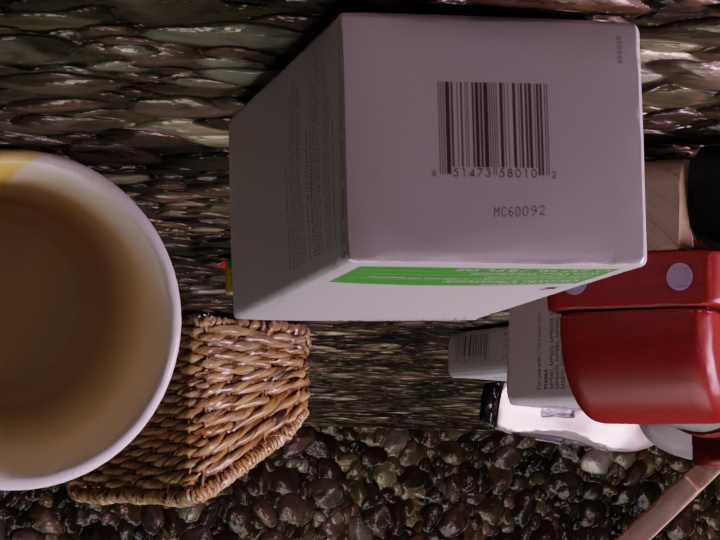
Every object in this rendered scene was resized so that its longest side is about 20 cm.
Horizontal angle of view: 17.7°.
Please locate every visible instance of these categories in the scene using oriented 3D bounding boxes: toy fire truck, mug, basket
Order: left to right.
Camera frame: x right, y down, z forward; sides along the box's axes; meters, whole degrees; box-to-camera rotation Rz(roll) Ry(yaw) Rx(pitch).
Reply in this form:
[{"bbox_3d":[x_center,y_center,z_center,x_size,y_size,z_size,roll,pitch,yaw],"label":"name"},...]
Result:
[{"bbox_3d":[-0.176,0.003,1.095,0.149,0.188,0.153,-30,-172,-8],"label":"mug"},{"bbox_3d":[-0.131,0.117,1.866,0.142,0.151,0.199,7,171,-39],"label":"basket"},{"bbox_3d":[0.134,0.055,1.042,0.128,0.202,0.176,-2,173,26],"label":"toy fire truck"}]

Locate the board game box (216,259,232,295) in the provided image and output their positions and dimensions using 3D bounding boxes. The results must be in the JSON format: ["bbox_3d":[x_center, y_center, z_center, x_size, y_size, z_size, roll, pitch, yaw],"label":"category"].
[{"bbox_3d":[0.000,0.000,1.370,0.095,0.030,0.199,6,174,-32],"label":"board game box"}]

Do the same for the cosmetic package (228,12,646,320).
[{"bbox_3d":[0.020,-0.032,0.828,0.107,0.086,0.200,0,173,-12],"label":"cosmetic package"}]

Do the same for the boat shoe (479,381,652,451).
[{"bbox_3d":[0.219,0.147,2.455,0.198,0.075,0.093,10,179,-10],"label":"boat shoe"}]

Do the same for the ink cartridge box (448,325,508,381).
[{"bbox_3d":[0.201,0.070,1.851,0.198,0.044,0.198,7,172,-25],"label":"ink cartridge box"}]

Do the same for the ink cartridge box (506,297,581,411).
[{"bbox_3d":[0.210,0.046,1.466,0.199,0.085,0.144,-5,172,36],"label":"ink cartridge box"}]

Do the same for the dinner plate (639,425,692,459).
[{"bbox_3d":[0.282,0.069,1.573,0.198,0.024,0.201,-16,-156,7],"label":"dinner plate"}]
